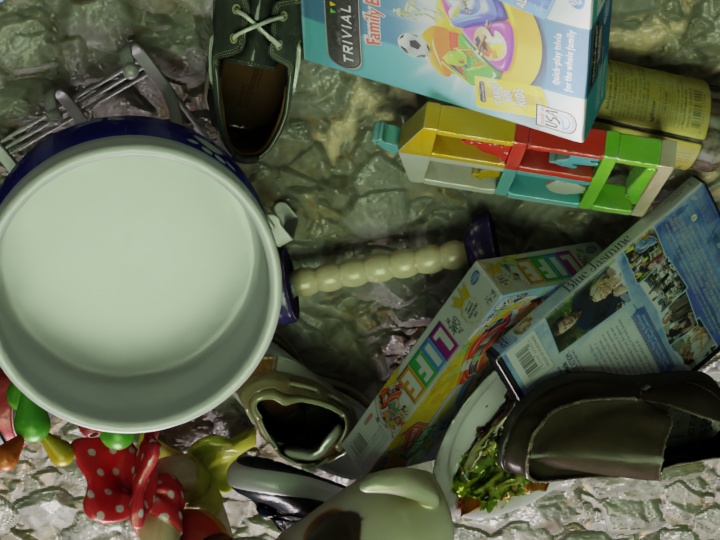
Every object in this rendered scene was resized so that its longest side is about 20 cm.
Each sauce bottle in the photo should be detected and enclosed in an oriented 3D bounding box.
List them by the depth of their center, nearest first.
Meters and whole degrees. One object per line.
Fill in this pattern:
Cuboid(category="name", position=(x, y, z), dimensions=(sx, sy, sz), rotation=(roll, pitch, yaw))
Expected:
Cuboid(category="sauce bottle", position=(0.153, -0.116, 1.698), dimensions=(0.199, 0.065, 0.065), rotation=(13, 129, -11))

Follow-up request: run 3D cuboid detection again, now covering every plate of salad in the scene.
Cuboid(category="plate of salad", position=(0.141, 0.115, 1.854), dimensions=(0.199, 0.048, 0.201), rotation=(-25, 142, -22))

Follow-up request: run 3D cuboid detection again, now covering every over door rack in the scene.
Cuboid(category="over door rack", position=(-0.156, -0.050, 1.746), dimensions=(0.147, 0.067, 0.200), rotation=(-27, 126, 21))

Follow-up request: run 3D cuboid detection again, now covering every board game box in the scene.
Cuboid(category="board game box", position=(0.059, -0.172, 1.592), dimensions=(0.199, 0.047, 0.151), rotation=(17, 145, 15))
Cuboid(category="board game box", position=(0.087, 0.065, 1.823), dimensions=(0.134, 0.034, 0.200), rotation=(-10, 144, -45))

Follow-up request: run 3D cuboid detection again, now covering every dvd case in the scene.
Cuboid(category="dvd case", position=(0.193, 0.043, 1.798), dimensions=(0.200, 0.018, 0.143), rotation=(-40, 130, -9))

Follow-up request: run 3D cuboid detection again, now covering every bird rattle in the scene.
Cuboid(category="bird rattle", position=(-0.130, 0.184, 1.866), dimensions=(0.112, 0.200, 0.164), rotation=(-19, 89, 8))

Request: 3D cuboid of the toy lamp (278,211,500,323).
Cuboid(category="toy lamp", position=(0.000, 0.000, 1.799), dimensions=(0.199, 0.058, 0.058), rotation=(-12, 130, 7))

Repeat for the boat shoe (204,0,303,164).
Cuboid(category="boat shoe", position=(-0.063, -0.163, 1.653), dimensions=(0.071, 0.068, 0.201), rotation=(7, 128, -7))

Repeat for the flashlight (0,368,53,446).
Cuboid(category="flashlight", position=(-0.200, 0.086, 1.860), dimensions=(0.199, 0.068, 0.068), rotation=(-15, 129, 12))

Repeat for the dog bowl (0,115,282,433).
Cuboid(category="dog bowl", position=(-0.154, 0.001, 1.662), dimensions=(0.199, 0.079, 0.201), rotation=(-3, 110, -7))

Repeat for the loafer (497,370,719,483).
Cuboid(category="loafer", position=(0.189, 0.113, 1.775), dimensions=(0.199, 0.071, 0.073), rotation=(-10, 120, -29))

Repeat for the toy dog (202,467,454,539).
Cuboid(category="toy dog", position=(-0.025, 0.230, 1.802), dimensions=(0.199, 0.140, 0.194), rotation=(-20, 155, -7))

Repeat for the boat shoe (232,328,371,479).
Cuboid(category="boat shoe", position=(-0.040, 0.115, 1.868), dimensions=(0.075, 0.069, 0.200), rotation=(-34, 138, 15))

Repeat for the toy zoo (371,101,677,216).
Cuboid(category="toy zoo", position=(0.106, -0.076, 1.704), dimensions=(0.199, 0.021, 0.131), rotation=(9, 166, -1))

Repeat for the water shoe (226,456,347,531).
Cuboid(category="water shoe", position=(-0.029, 0.200, 1.916), dimensions=(0.200, 0.071, 0.079), rotation=(24, 84, -43))

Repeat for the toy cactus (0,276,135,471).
Cuboid(category="toy cactus", position=(-0.241, 0.049, 1.767), dimensions=(0.200, 0.102, 0.165), rotation=(44, 143, 18))
